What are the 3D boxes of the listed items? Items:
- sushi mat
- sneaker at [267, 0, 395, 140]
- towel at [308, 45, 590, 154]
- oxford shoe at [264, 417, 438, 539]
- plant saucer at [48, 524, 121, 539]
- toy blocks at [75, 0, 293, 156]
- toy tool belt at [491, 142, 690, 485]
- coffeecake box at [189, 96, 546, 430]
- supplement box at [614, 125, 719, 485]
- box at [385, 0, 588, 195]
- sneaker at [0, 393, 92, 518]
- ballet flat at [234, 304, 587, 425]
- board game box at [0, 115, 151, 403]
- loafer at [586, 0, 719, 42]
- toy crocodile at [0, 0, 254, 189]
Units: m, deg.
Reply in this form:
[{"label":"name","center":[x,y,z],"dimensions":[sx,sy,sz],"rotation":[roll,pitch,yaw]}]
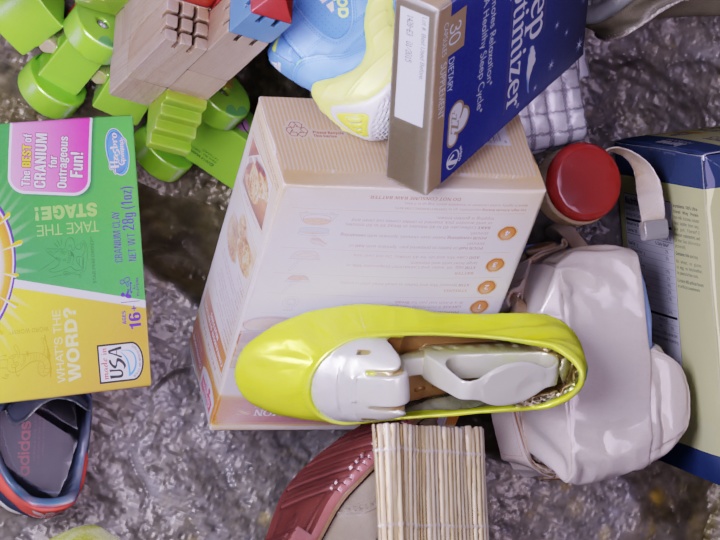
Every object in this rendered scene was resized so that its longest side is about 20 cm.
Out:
[{"label":"sushi mat","center":[0.044,0.185,1.656],"dimensions":[0.096,0.012,0.200],"rotation":[4,81,-51]},{"label":"sneaker","center":[0.020,-0.164,1.640],"dimensions":[0.105,0.076,0.200],"rotation":[28,54,13]},{"label":"towel","center":[0.041,-0.158,1.734],"dimensions":[0.165,0.086,0.200],"rotation":[-13,98,-18]},{"label":"oxford shoe","center":[-0.008,0.150,1.660],"dimensions":[0.075,0.070,0.200],"rotation":[51,54,-13]},{"label":"plant saucer","center":[-0.136,0.214,1.675],"dimensions":[0.200,0.200,0.048],"rotation":[34,56,-19]},{"label":"toy blocks","center":[-0.082,-0.183,1.620],"dimensions":[0.100,0.137,0.200],"rotation":[14,62,-25]},{"label":"toy tool belt","center":[0.118,0.028,1.767],"dimensions":[0.125,0.123,0.200],"rotation":[-7,90,-21]},{"label":"coffeecake box","center":[0.000,0.000,1.684],"dimensions":[0.153,0.073,0.200],"rotation":[1,135,-19]},{"label":"supplement box","center":[0.276,0.010,1.799],"dimensions":[0.200,0.134,0.200],"rotation":[-8,99,-17]},{"label":"box","center":[0.082,-0.141,1.614],"dimensions":[0.200,0.032,0.121],"rotation":[-44,147,-42]},{"label":"sneaker","center":[-0.185,0.044,1.678],"dimensions":[0.075,0.085,0.200],"rotation":[-11,99,-17]},{"label":"ballet flat","center":[0.033,0.055,1.643],"dimensions":[0.200,0.067,0.067],"rotation":[-2,112,-15]},{"label":"board game box","center":[-0.213,-0.002,1.589],"dimensions":[0.200,0.040,0.153],"rotation":[-6,94,-33]},{"label":"loafer","center":[0.216,-0.181,1.784],"dimensions":[0.200,0.075,0.070],"rotation":[-29,109,-22]},{"label":"toy crocodile","center":[-0.127,-0.108,1.697],"dimensions":[0.200,0.062,0.068],"rotation":[30,127,-19]}]
